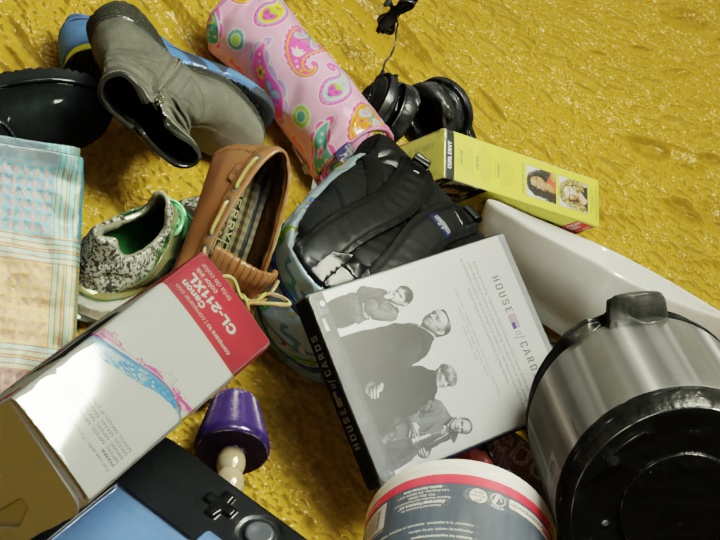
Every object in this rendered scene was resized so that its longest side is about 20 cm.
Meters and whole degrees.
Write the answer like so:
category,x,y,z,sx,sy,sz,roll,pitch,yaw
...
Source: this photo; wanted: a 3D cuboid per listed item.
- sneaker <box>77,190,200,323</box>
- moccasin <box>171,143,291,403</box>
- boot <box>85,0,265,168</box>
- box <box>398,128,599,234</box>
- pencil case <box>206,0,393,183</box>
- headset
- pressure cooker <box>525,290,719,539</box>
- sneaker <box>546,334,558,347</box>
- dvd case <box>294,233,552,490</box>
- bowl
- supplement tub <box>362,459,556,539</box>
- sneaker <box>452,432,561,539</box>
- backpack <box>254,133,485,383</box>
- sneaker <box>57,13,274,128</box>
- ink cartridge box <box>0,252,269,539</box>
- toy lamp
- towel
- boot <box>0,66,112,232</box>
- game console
category,x,y,z,sx,sy,sz,roll,pitch,yaw
sneaker,-0.152,-0.026,1.352,0.077,0.089,0.200,45,39,11
moccasin,-0.095,0.002,1.323,0.074,0.078,0.202,31,70,-38
boot,-0.149,-0.121,1.422,0.200,0.068,0.131,38,22,-37
box,0.125,-0.075,1.595,0.199,0.075,0.050,15,69,-39
pencil case,-0.057,-0.165,1.570,0.087,0.088,0.200,-19,65,-46
headset,0.054,-0.158,1.637,0.123,0.094,0.201,0,62,-37
pressure cooker,0.211,0.122,1.282,0.178,0.176,0.200,36,15,-18
sneaker,0.160,0.088,1.482,0.076,0.081,0.200,-20,64,-45
dvd case,0.060,0.065,1.330,0.199,0.025,0.151,-17,82,-36
bowl,0.203,0.021,1.530,0.199,0.075,0.200,20,11,-42
supplement tub,0.062,0.243,1.202,0.140,0.141,0.201,26,40,-13
sneaker,0.109,0.159,1.380,0.098,0.071,0.201,-4,56,-39
backpack,0.000,0.000,1.415,0.163,0.154,0.200,46,26,-1
sneaker,-0.166,-0.176,1.513,0.199,0.066,0.079,16,39,-24
ink cartridge box,-0.177,0.089,1.150,0.083,0.146,0.200,55,43,-5
toy lamp,-0.094,0.170,1.229,0.058,0.058,0.201,21,43,-18
towel,-0.265,-0.003,1.232,0.146,0.022,0.201,9,72,-31
boot,-0.266,-0.077,1.332,0.197,0.073,0.163,1,50,-31
game console,-0.136,0.206,1.123,0.177,0.031,0.200,36,49,19
